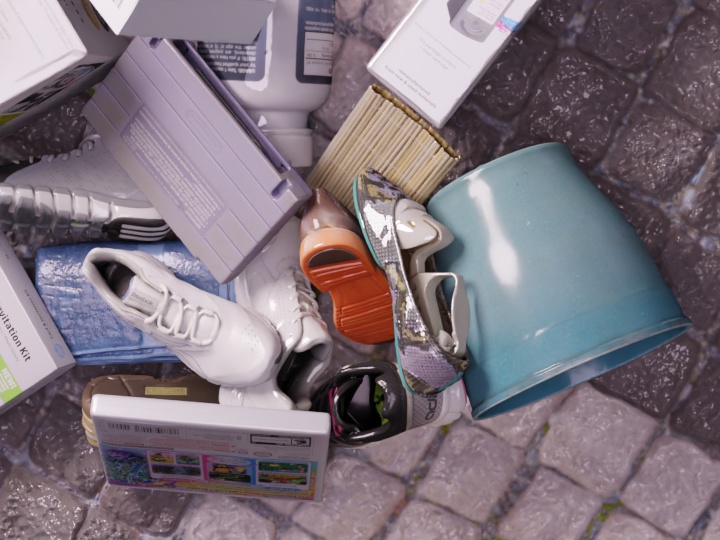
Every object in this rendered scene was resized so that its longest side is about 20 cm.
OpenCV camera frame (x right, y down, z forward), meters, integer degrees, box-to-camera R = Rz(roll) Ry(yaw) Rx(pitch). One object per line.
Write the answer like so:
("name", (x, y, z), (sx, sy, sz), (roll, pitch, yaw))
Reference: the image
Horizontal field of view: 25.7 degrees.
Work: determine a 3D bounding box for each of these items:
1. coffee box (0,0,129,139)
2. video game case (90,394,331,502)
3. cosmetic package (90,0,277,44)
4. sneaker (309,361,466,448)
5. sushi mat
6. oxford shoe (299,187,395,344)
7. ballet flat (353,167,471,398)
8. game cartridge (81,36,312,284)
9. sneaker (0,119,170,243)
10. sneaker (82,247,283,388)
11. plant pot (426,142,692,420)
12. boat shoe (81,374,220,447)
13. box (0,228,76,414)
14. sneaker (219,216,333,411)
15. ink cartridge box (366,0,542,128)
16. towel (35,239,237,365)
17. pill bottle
("coffee box", (-0.340, -0.218, 1.339), (0.199, 0.198, 0.200), (-30, 93, 7))
("video game case", (-0.128, 0.158, 1.377), (0.199, 0.182, 0.024), (5, 64, -2))
("cosmetic package", (-0.180, -0.266, 1.263), (0.200, 0.150, 0.052), (52, 124, 24))
("sneaker", (-0.001, 0.114, 1.362), (0.087, 0.200, 0.074), (0, 79, -37))
("sushi mat", (0.005, -0.072, 1.361), (0.096, 0.012, 0.200), (40, 139, 1))
("oxford shoe", (0.000, 0.000, 1.366), (0.071, 0.200, 0.073), (-15, 57, 9))
("ballet flat", (0.051, 0.001, 1.287), (0.072, 0.072, 0.201), (-16, 74, 6))
("game cartridge", (-0.141, -0.100, 1.335), (0.200, 0.038, 0.130), (51, 131, 7))
("sneaker", (-0.263, -0.093, 1.398), (0.199, 0.075, 0.116), (8, 69, -19))
("sneaker", (-0.157, 0.041, 1.339), (0.199, 0.087, 0.075), (25, 89, 22))
("plant pot", (0.150, 0.003, 1.341), (0.199, 0.200, 0.189), (-25, 79, 6))
("boat shoe", (-0.153, 0.140, 1.439), (0.199, 0.072, 0.076), (6, 128, -1))
("box", (-0.375, 0.069, 1.427), (0.199, 0.041, 0.156), (-31, 85, 16))
("sneaker", (-0.058, 0.045, 1.378), (0.099, 0.078, 0.201), (-7, 72, 42))
("ink cartridge box", (0.098, -0.222, 1.333), (0.085, 0.148, 0.200), (37, 96, -1))
("towel", (-0.197, 0.028, 1.432), (0.199, 0.049, 0.112), (-1, 95, 5))
("pill bottle", (-0.083, -0.193, 1.363), (0.119, 0.120, 0.201), (4, 96, 4))
